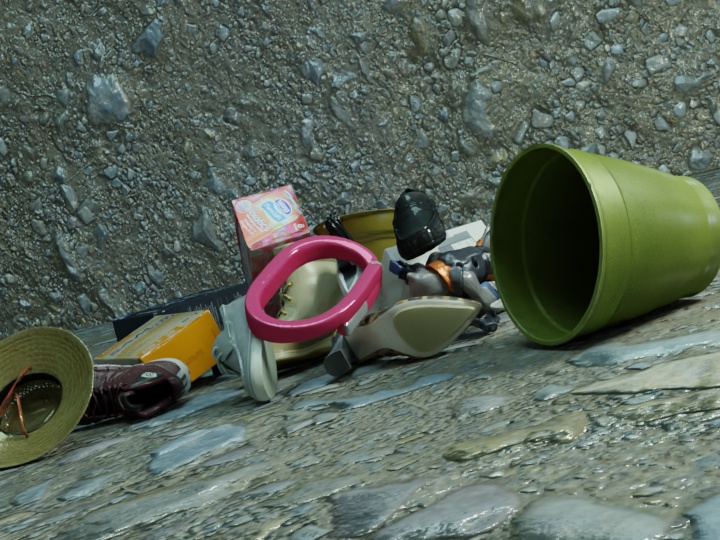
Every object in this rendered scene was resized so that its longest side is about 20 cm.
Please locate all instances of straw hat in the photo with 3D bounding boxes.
[{"bbox_3d":[-0.407,0.174,1.334,0.198,0.203,0.086,-14,-36,6],"label":"straw hat"}]

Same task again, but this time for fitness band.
[{"bbox_3d":[-0.055,0.021,1.282,0.141,0.038,0.200,11,37,22],"label":"fitness band"}]

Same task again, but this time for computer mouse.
[{"bbox_3d":[0.000,0.000,1.403,0.044,0.110,0.201,-31,29,8],"label":"computer mouse"}]

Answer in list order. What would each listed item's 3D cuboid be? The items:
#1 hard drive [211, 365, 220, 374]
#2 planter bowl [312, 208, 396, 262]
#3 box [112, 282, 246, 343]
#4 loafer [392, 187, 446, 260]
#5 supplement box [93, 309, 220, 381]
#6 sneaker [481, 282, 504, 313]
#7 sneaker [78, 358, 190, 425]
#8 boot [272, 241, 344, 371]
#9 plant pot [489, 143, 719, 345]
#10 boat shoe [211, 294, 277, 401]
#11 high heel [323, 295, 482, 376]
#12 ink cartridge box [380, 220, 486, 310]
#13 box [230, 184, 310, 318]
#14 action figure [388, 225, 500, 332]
[{"bbox_3d":[-0.128,0.109,1.632,0.197,0.033,0.140,-15,4,-2],"label":"hard drive"},{"bbox_3d":[0.028,-0.031,1.652,0.197,0.085,0.201,-6,-10,-1],"label":"planter bowl"},{"bbox_3d":[-0.292,0.102,1.814,0.198,0.109,0.147,-20,7,-41],"label":"box"},{"bbox_3d":[0.068,-0.063,1.365,0.067,0.071,0.201,-26,11,7],"label":"loafer"},{"bbox_3d":[-0.290,0.123,1.549,0.126,0.074,0.199,-37,15,-30],"label":"supplement box"},{"bbox_3d":[0.178,0.012,1.440,0.197,0.078,0.076,-19,17,-18],"label":"sneaker"},{"bbox_3d":[-0.319,0.160,1.371,0.197,0.077,0.116,-15,7,-3],"label":"sneaker"},{"bbox_3d":[-0.101,0.047,1.425,0.197,0.158,0.073,-15,-10,-24],"label":"boot"},{"bbox_3d":[0.268,-0.031,1.118,0.190,0.204,0.200,-3,-1,-24],"label":"plant pot"},{"bbox_3d":[-0.143,0.097,1.288,0.070,0.071,0.202,-15,29,-1],"label":"boat shoe"},{"bbox_3d":[0.052,0.064,1.283,0.197,0.072,0.143,-21,6,9],"label":"high heel"},{"bbox_3d":[0.124,0.004,1.500,0.197,0.068,0.118,-16,-35,-23],"label":"ink cartridge box"},{"bbox_3d":[-0.122,-0.012,1.561,0.093,0.103,0.202,-15,-39,-10],"label":"box"},{"bbox_3d":[0.122,-0.014,1.342,0.192,0.106,0.199,-28,39,-36],"label":"action figure"}]
